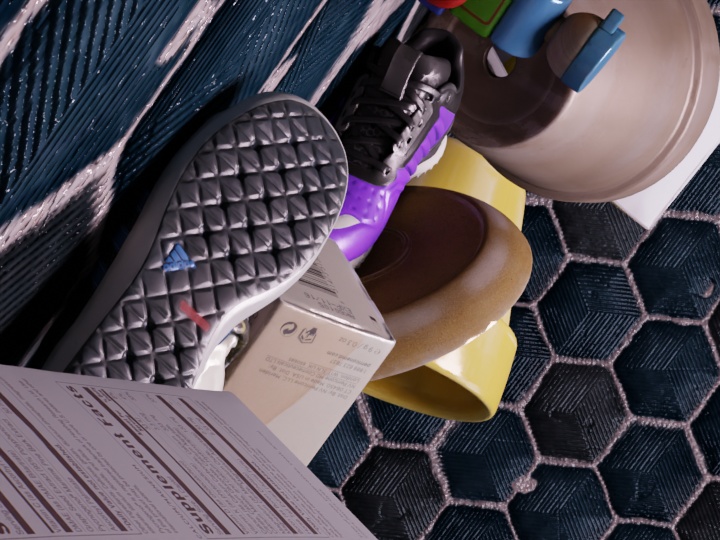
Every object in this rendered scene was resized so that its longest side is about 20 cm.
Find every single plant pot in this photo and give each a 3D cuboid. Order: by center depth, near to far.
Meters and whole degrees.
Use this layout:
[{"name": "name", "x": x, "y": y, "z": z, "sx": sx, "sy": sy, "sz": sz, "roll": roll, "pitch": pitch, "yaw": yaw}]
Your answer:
[{"name": "plant pot", "x": 0.000, "y": 0.000, "z": 0.934, "sx": 0.200, "sy": 0.198, "sz": 0.028, "roll": -50, "pitch": 133, "yaw": -47}, {"name": "plant pot", "x": 0.129, "y": -0.142, "z": 1.108, "sx": 0.201, "sy": 0.200, "sz": 0.173, "roll": -54, "pitch": 161, "yaw": 23}, {"name": "plant pot", "x": 0.047, "y": -0.001, "z": 1.318, "sx": 0.201, "sy": 0.199, "sz": 0.191, "roll": 116, "pitch": -4, "yaw": -74}]

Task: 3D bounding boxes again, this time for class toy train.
[{"name": "toy train", "x": 0.124, "y": -0.198, "z": 0.853, "sx": 0.201, "sy": 0.115, "sz": 0.085, "roll": -55, "pitch": 177, "yaw": 33}]

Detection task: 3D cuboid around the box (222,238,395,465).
[{"name": "box", "x": -0.079, "y": 0.076, "z": 0.828, "sx": 0.201, "sy": 0.077, "sz": 0.095, "roll": -55, "pitch": -141, "yaw": 18}]

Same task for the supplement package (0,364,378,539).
[{"name": "supplement package", "x": -0.082, "y": 0.129, "z": 0.418, "sx": 0.152, "sy": 0.150, "sz": 0.199, "roll": -54, "pitch": 153, "yaw": 11}]

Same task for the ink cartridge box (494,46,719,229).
[{"name": "ink cartridge box", "x": 0.200, "y": -0.162, "z": 1.373, "sx": 0.145, "sy": 0.147, "sz": 0.200, "roll": -52, "pitch": -149, "yaw": 7}]

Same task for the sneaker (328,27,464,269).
[{"name": "sneaker", "x": 0.007, "y": -0.082, "z": 0.924, "sx": 0.200, "sy": 0.069, "sz": 0.100, "roll": -54, "pitch": 171, "yaw": -50}]

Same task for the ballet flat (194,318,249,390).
[{"name": "ballet flat", "x": -0.113, "y": 0.081, "z": 0.753, "sx": 0.201, "sy": 0.072, "sz": 0.072, "roll": -56, "pitch": 176, "yaw": 20}]

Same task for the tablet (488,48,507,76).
[{"name": "tablet", "x": 0.107, "y": -0.127, "z": 1.350, "sx": 0.014, "sy": 0.131, "sz": 0.200, "roll": -25, "pitch": 172, "yaw": -8}]

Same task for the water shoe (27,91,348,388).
[{"name": "water shoe", "x": -0.082, "y": 0.004, "z": 0.640, "sx": 0.079, "sy": 0.072, "sz": 0.201, "roll": -11, "pitch": -145, "yaw": 51}]
